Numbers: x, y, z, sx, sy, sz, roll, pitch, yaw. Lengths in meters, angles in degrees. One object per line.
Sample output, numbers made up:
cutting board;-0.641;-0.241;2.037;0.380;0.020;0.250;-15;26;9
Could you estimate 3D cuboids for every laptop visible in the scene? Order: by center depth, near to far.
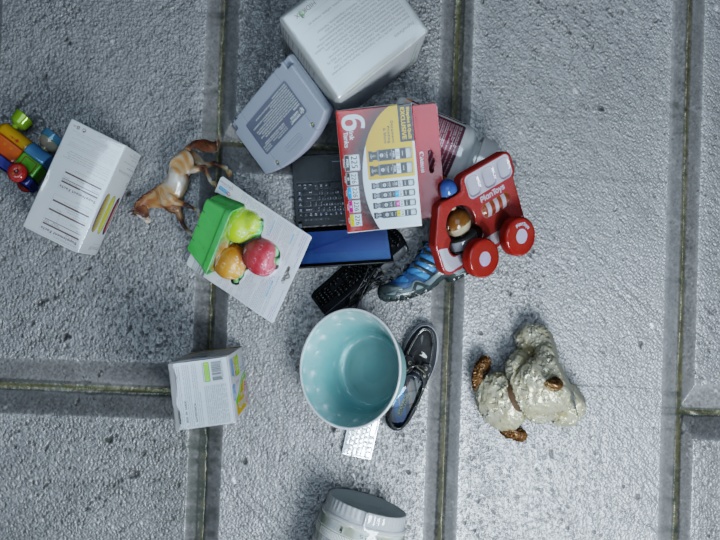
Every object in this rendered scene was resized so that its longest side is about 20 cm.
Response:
laptop;-0.034;-0.111;1.565;0.173;0.103;0.205;-3;91;-2

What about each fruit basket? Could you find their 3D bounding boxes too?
fruit basket;-0.196;-0.037;1.545;0.197;0.094;0.188;29;115;7

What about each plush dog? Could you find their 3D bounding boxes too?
plush dog;0.285;0.219;1.557;0.170;0.160;0.203;-28;90;21

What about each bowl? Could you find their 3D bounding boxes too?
bowl;0.002;0.172;1.539;0.197;0.104;0.206;-4;82;27

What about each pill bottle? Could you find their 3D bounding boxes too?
pill bottle;0.139;-0.222;1.570;0.196;0.110;0.112;23;88;-1

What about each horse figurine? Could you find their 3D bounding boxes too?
horse figurine;-0.315;-0.156;1.580;0.131;0.050;0.203;31;96;17

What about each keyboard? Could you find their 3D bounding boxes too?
keyboard;0.000;0.000;1.568;0.199;0.040;0.104;-42;45;-2
keyboard;0.014;0.239;1.604;0.055;0.011;0.205;12;88;-1

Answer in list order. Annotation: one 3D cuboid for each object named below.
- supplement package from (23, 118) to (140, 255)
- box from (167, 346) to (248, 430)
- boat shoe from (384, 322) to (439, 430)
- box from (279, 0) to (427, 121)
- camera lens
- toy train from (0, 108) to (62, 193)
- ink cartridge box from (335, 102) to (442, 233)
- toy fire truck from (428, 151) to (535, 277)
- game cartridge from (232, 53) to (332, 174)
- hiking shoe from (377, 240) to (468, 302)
supplement package;-0.486;-0.142;1.549;0.108;0.114;0.204;24;89;0
box;-0.255;0.197;1.503;0.099;0.200;0.115;-7;90;-1
boat shoe;0.092;0.192;1.579;0.069;0.066;0.204;24;88;-1
box;-0.014;-0.397;1.525;0.198;0.199;0.173;-36;90;-3
camera lens;-0.013;0.500;1.522;0.156;0.160;0.205;15;88;-1
toy train;-0.634;-0.241;1.568;0.199;0.085;0.117;37;78;0
ink cartridge box;0.054;-0.176;1.484;0.171;0.084;0.205;-6;99;4
toy fire truck;0.194;-0.091;1.496;0.198;0.112;0.171;-28;109;-22
game cartridge;-0.135;-0.264;1.544;0.134;0.041;0.199;50;132;-2
hiking shoe;0.113;-0.006;1.589;0.196;0.074;0.088;-21;85;-13
